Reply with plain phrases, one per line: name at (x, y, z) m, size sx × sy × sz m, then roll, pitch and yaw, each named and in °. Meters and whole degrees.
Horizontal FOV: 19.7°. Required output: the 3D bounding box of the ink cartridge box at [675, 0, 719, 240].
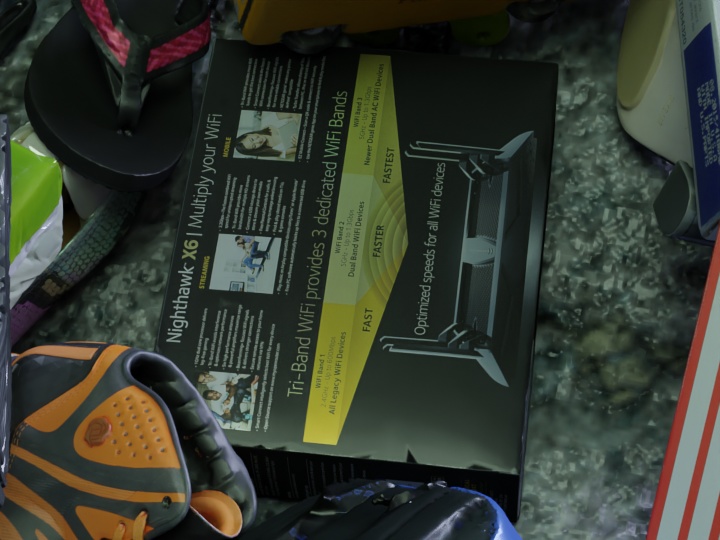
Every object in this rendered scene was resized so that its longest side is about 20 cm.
ink cartridge box at (0.230, -0.104, 0.876) m, size 0.198 × 0.043 × 0.198 m, roll 3°, pitch 67°, yaw -14°

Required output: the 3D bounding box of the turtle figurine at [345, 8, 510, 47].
turtle figurine at (0.020, -0.188, 0.985) m, size 0.198 × 0.064 × 0.163 m, roll 6°, pitch 70°, yaw -12°

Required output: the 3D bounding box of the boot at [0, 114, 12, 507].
boot at (-0.221, 0.018, 0.713) m, size 0.198 × 0.066 × 0.166 m, roll -1°, pitch 51°, yaw -7°

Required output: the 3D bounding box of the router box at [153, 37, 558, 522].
router box at (0.000, 0.000, 0.888) m, size 0.156 × 0.052 × 0.201 m, roll 6°, pitch 61°, yaw 6°

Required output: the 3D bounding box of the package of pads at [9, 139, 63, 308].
package of pads at (-0.230, 0.008, 0.798) m, size 0.154 × 0.068 × 0.200 m, roll 28°, pitch 61°, yaw 14°

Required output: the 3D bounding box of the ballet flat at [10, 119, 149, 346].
ballet flat at (-0.152, -0.016, 0.893) m, size 0.069 × 0.071 × 0.200 m, roll 30°, pitch 66°, yaw 16°

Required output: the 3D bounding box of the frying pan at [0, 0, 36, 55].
frying pan at (-0.203, -0.058, 0.924) m, size 0.190 × 0.031 × 0.115 m, roll -38°, pitch 44°, yaw -14°

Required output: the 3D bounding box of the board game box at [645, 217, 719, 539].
board game box at (0.186, 0.093, 0.782) m, size 0.150 × 0.046 × 0.202 m, roll 13°, pitch 92°, yaw 9°

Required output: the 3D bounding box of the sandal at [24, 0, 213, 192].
sandal at (-0.098, -0.113, 0.924) m, size 0.075 × 0.045 × 0.201 m, roll 22°, pitch 43°, yaw -11°

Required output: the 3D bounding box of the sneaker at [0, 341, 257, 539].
sneaker at (-0.100, 0.122, 0.778) m, size 0.111 × 0.077 × 0.202 m, roll -7°, pitch 76°, yaw 23°

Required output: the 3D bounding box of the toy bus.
toy bus at (0.041, -0.152, 0.907) m, size 0.198 × 0.065 × 0.079 m, roll -10°, pitch 74°, yaw -16°

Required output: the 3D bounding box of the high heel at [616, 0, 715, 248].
high heel at (0.191, -0.069, 0.931) m, size 0.142 × 0.072 × 0.201 m, roll 15°, pitch 45°, yaw -16°

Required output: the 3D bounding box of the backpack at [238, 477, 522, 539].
backpack at (-0.006, 0.182, 0.721) m, size 0.162 × 0.168 × 0.200 m, roll -3°, pitch 43°, yaw 50°
